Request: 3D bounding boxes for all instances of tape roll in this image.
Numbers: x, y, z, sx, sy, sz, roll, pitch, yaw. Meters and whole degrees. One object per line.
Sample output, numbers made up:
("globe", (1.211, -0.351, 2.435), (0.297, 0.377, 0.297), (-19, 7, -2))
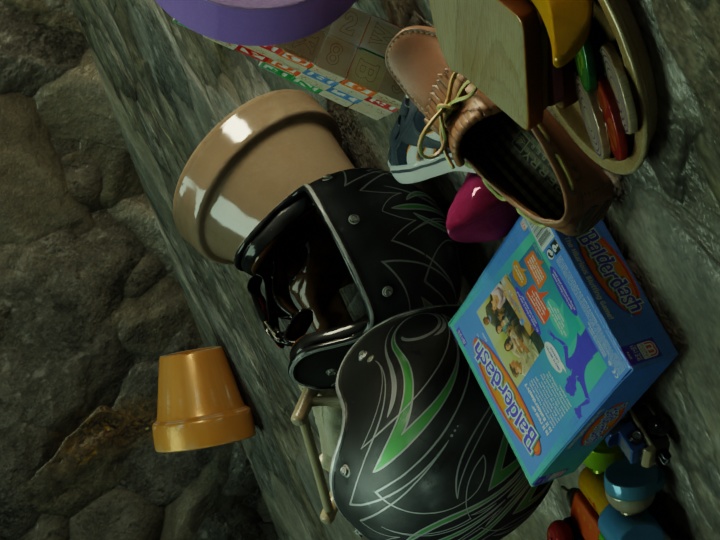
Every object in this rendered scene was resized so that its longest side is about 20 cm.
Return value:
("tape roll", (-0.082, -0.279, 1.517), (0.200, 0.200, 0.066), (61, 169, 15))

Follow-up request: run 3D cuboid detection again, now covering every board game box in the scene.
("board game box", (0.145, 0.050, 1.441), (0.152, 0.045, 0.200), (64, 151, 21))

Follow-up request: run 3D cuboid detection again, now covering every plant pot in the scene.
("plant pot", (-0.062, -0.058, 1.987), (0.175, 0.200, 0.200), (41, 159, 28))
("plant pot", (-0.317, 0.248, 3.791), (0.200, 0.200, 0.183), (178, 83, -78))

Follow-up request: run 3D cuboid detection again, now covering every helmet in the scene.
("helmet", (0.000, 0.000, 1.775), (0.200, 0.191, 0.200), (40, -155, -24))
("helmet", (0.073, 0.146, 1.649), (0.200, 0.200, 0.191), (77, -171, -47))

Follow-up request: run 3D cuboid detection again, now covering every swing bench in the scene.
("swing bench", (0.013, 0.120, 1.955), (0.199, 0.130, 0.200), (79, -169, -51))

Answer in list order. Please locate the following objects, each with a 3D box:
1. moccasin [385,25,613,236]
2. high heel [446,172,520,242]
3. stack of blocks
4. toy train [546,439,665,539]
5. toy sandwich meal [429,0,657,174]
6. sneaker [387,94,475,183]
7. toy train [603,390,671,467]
("moccasin", (0.087, -0.099, 1.354), (0.201, 0.074, 0.078), (52, -152, 21))
("high heel", (0.086, -0.050, 1.512), (0.067, 0.096, 0.200), (64, 169, 1))
("stack of blocks", (-0.052, -0.196, 1.613), (0.200, 0.059, 0.115), (23, 174, -11))
("toy train", (0.195, 0.179, 1.590), (0.200, 0.085, 0.116), (-123, 28, -62))
("toy sandwich meal", (0.115, -0.144, 1.245), (0.205, 0.070, 0.205), (60, 168, 22))
("sneaker", (0.069, -0.118, 1.496), (0.079, 0.078, 0.200), (62, 158, -10))
("toy train", (0.176, 0.072, 1.491), (0.200, 0.046, 0.034), (58, 167, 29))
